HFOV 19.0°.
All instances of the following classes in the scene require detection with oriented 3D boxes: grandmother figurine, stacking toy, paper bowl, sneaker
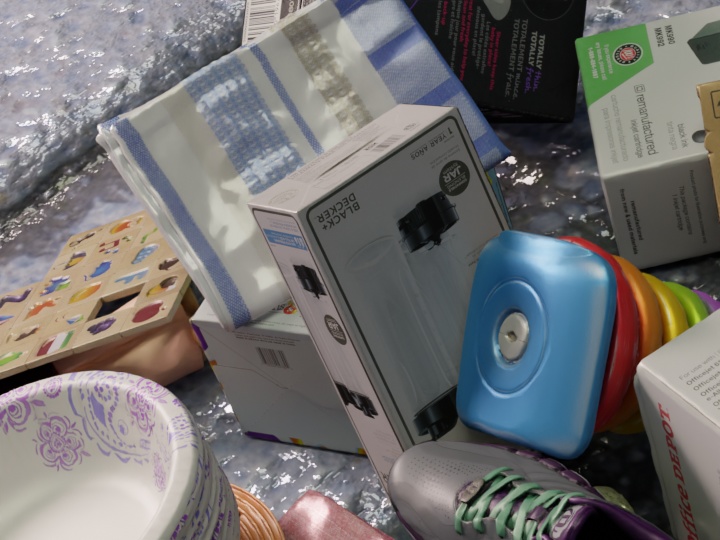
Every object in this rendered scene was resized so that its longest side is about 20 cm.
[{"bbox_3d":[-0.187,0.072,1.337,0.199,0.061,0.121,-28,32,-13],"label":"grandmother figurine"},{"bbox_3d":[0.159,0.045,1.151,0.199,0.110,0.116,8,3,-32],"label":"stacking toy"},{"bbox_3d":[-0.158,0.158,1.140,0.200,0.105,0.201,-16,37,12],"label":"paper bowl"},{"bbox_3d":[0.091,0.119,1.032,0.199,0.088,0.075,24,68,31],"label":"sneaker"}]

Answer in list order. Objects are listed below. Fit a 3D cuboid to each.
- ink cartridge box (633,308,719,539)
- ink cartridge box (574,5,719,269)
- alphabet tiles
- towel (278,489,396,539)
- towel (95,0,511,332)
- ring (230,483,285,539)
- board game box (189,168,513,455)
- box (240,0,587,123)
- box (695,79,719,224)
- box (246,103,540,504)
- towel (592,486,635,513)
[{"bbox_3d":[0.233,0.121,1.034,0.084,0.145,0.200,-32,41,-15],"label":"ink cartridge box"},{"bbox_3d":[0.243,-0.094,1.320,0.199,0.084,0.146,-13,41,8],"label":"ink cartridge box"},{"bbox_3d":[-0.171,0.009,1.383,0.167,0.008,0.200,-19,22,19],"label":"alphabet tiles"},{"bbox_3d":[-0.048,0.210,1.149,0.200,0.023,0.144,-42,43,-24],"label":"towel"},{"bbox_3d":[-0.034,-0.073,1.235,0.200,0.024,0.147,-31,78,-8],"label":"towel"},{"bbox_3d":[-0.130,0.193,1.184,0.200,0.019,0.201,-16,36,12],"label":"ring"},{"bbox_3d":[0.000,0.000,1.301,0.104,0.103,0.200,7,48,30],"label":"board game box"},{"bbox_3d":[0.036,-0.166,1.367,0.199,0.123,0.106,8,-2,-35],"label":"box"},{"bbox_3d":[0.301,-0.043,1.211,0.199,0.021,0.164,-10,83,12],"label":"box"},{"bbox_3d":[0.034,0.023,1.176,0.116,0.201,0.060,-35,21,-23],"label":"box"},{"bbox_3d":[0.083,0.207,1.054,0.200,0.037,0.148,-36,52,-6],"label":"towel"}]
